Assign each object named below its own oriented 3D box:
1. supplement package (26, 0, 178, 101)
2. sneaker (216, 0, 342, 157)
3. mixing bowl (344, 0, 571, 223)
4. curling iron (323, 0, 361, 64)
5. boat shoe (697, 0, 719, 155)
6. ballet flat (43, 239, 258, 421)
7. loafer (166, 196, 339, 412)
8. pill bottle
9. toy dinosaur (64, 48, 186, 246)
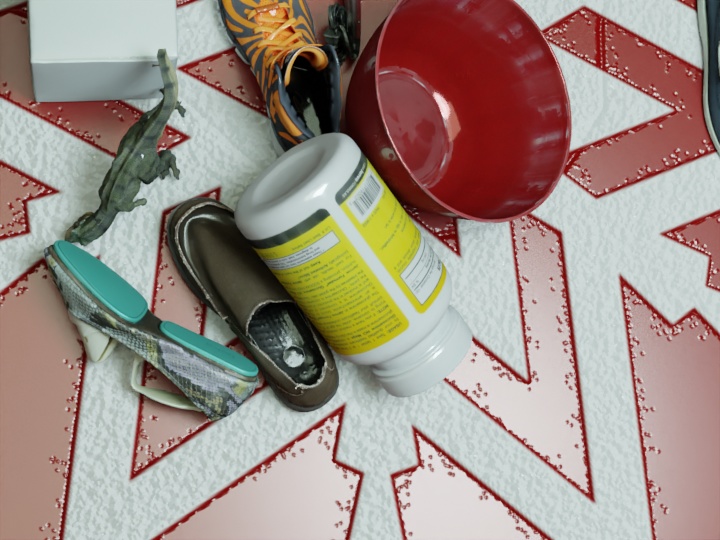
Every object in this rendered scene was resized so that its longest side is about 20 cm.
[{"bbox_3d":[-0.209,-0.247,1.353,0.117,0.117,0.201,-2,80,-10],"label":"supplement package"},{"bbox_3d":[-0.057,-0.184,1.369,0.077,0.112,0.200,-23,85,-12],"label":"sneaker"},{"bbox_3d":[0.061,-0.126,1.365,0.200,0.108,0.201,10,74,-35],"label":"mixing bowl"},{"bbox_3d":[-0.010,-0.271,1.403,0.025,0.050,0.201,4,97,13],"label":"curling iron"},{"bbox_3d":[0.340,-0.173,1.458,0.075,0.062,0.201,-1,81,-11],"label":"boat shoe"},{"bbox_3d":[-0.178,0.056,1.335,0.200,0.072,0.072,33,77,1],"label":"ballet flat"},{"bbox_3d":[-0.079,0.021,1.352,0.073,0.071,0.200,-39,88,-13],"label":"loafer"},{"bbox_3d":[0.000,0.000,1.325,0.112,0.112,0.200,-42,113,-13],"label":"pill bottle"},{"bbox_3d":[-0.170,-0.098,1.336,0.047,0.088,0.200,34,119,7],"label":"toy dinosaur"}]
